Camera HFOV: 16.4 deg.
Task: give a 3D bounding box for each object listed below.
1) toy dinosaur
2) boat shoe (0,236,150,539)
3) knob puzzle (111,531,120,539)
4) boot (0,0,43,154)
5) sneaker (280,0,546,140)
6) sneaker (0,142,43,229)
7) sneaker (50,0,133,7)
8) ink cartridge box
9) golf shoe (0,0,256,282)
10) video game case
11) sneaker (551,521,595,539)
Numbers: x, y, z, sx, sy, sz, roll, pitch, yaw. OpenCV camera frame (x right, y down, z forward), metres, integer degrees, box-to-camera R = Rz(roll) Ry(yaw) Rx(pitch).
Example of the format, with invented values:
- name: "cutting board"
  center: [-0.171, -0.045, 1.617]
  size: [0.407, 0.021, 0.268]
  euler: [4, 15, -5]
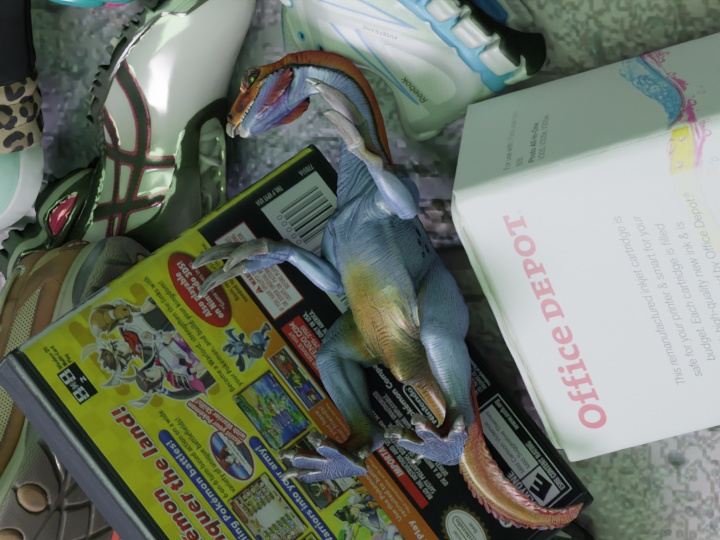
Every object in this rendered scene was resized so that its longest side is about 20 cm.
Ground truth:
- name: "toy dinosaur"
  center: [0.000, 0.000, 1.055]
  size: [0.105, 0.182, 0.200]
  euler: [-19, 142, 28]
- name: "boat shoe"
  center: [-0.145, 0.079, 1.073]
  size: [0.072, 0.201, 0.076]
  euler: [5, 154, 34]
- name: "knob puzzle"
  center: [-0.067, 0.165, 1.080]
  size: [0.219, 0.030, 0.221]
  euler: [-1, 84, 5]
- name: "boot"
  center: [-0.214, -0.126, 0.996]
  size: [0.199, 0.073, 0.151]
  euler: [5, 120, 12]
- name: "sneaker"
  center: [-0.017, -0.136, 1.086]
  size: [0.087, 0.075, 0.200]
  euler: [-41, 94, 27]
- name: "sneaker"
  center: [-0.250, -0.031, 1.128]
  size: [0.200, 0.118, 0.074]
  euler: [-26, 65, 38]
- name: "sneaker"
  center: [-0.142, -0.192, 1.095]
  size: [0.200, 0.083, 0.121]
  euler: [55, 135, 19]
- name: "ink cartridge box"
  center: [0.155, -0.018, 1.053]
  size: [0.199, 0.088, 0.146]
  euler: [-17, 118, 16]
- name: "golf shoe"
  center: [-0.083, -0.051, 1.119]
  size: [0.088, 0.077, 0.200]
  euler: [38, 121, 13]
- name: "video game case"
  center: [-0.024, 0.070, 1.051]
  size: [0.200, 0.181, 0.026]
  euler: [52, 147, 3]
- name: "sneaker"
  center: [0.033, 0.077, 1.136]
  size: [0.200, 0.077, 0.084]
  euler: [40, 115, -2]
